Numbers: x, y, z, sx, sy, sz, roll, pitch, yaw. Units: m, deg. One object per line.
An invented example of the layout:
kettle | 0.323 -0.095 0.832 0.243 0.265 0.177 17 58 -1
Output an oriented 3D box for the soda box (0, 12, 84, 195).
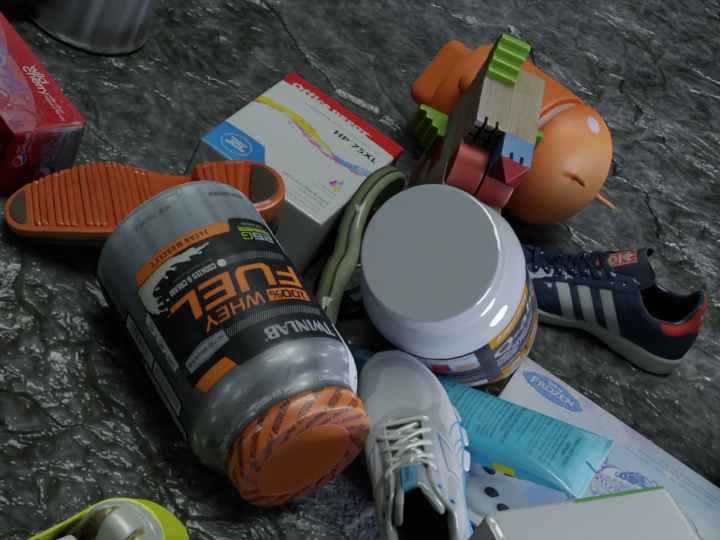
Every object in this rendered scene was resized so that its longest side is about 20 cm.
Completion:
soda box | -0.287 -0.147 1.287 0.070 0.064 0.200 -13 53 -45

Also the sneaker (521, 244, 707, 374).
sneaker | 0.194 0.006 1.430 0.199 0.085 0.075 23 35 -10

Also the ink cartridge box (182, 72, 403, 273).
ink cartridge box | -0.047 -0.084 1.380 0.116 0.067 0.200 35 35 6

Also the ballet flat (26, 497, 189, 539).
ballet flat | -0.161 0.168 0.988 0.067 0.067 0.199 44 37 20

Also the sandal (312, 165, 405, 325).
sandal | -0.001 0.001 1.305 0.057 0.080 0.202 23 45 -1

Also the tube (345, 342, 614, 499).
tube | 0.070 0.103 1.194 0.199 0.051 0.077 18 36 18

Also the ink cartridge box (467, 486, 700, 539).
ink cartridge box | 0.095 0.222 0.993 0.145 0.201 0.084 -3 49 -38

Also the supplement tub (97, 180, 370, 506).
supplement tub | -0.082 0.048 1.145 0.122 0.123 0.200 -6 48 -40

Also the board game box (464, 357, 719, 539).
board game box | 0.160 0.175 1.232 0.199 0.044 0.199 34 36 6

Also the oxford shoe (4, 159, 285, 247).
oxford shoe | -0.154 -0.030 1.245 0.198 0.073 0.072 -1 48 -10

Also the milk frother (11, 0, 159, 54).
milk frother | -0.232 -0.319 1.430 0.179 0.189 0.201 11 39 -27

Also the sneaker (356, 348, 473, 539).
sneaker | 0.037 0.133 1.109 0.074 0.087 0.201 -15 61 2

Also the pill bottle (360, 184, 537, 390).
pill bottle | 0.062 0.013 1.218 0.116 0.116 0.200 42 -4 16

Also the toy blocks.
toy blocks | 0.082 -0.066 1.361 0.099 0.200 0.137 23 47 -10

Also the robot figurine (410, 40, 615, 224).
robot figurine | 0.136 -0.117 1.501 0.116 0.145 0.200 -29 55 -32
